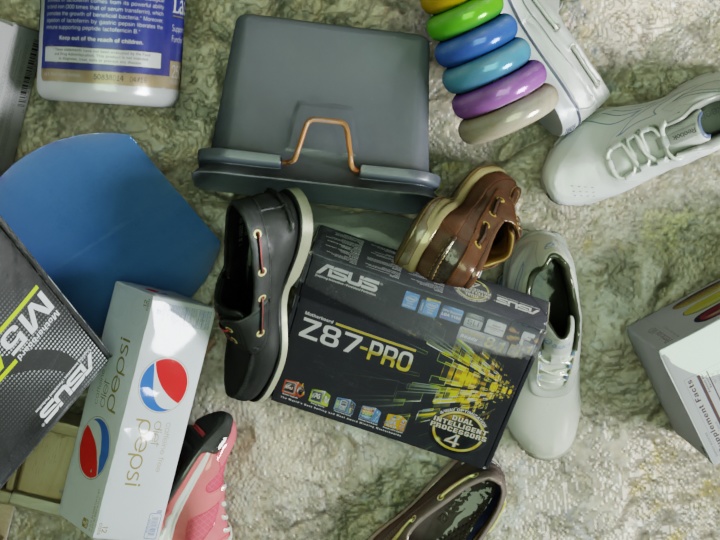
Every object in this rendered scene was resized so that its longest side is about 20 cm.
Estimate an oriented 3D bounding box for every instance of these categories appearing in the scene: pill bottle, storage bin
[{"bbox_3d":[-0.196,-0.233,1.134,0.115,0.116,0.201,3,96,-4],"label":"pill bottle"},{"bbox_3d":[-0.030,-0.128,1.152,0.199,0.146,0.135,5,86,-4],"label":"storage bin"}]

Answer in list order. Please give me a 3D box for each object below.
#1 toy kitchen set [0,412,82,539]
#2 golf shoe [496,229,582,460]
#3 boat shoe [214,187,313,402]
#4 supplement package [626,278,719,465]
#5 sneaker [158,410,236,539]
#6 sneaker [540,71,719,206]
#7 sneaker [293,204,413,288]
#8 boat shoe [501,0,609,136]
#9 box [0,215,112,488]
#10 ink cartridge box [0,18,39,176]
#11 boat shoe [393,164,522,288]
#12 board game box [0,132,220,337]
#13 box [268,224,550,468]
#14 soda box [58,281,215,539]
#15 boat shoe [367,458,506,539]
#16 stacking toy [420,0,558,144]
[{"bbox_3d":[-0.333,0.191,1.139,0.199,0.180,0.164,14,96,-5],"label":"toy kitchen set"},{"bbox_3d":[0.152,0.068,1.196,0.078,0.097,0.201,-7,98,-4],"label":"golf shoe"},{"bbox_3d":[-0.090,0.024,1.143,0.063,0.074,0.202,-9,131,-29],"label":"boat shoe"},{"bbox_3d":[0.344,0.058,1.197,0.199,0.114,0.110,-28,98,-1],"label":"supplement package"},{"bbox_3d":[-0.140,0.215,1.218,0.086,0.074,0.201,23,97,-21],"label":"sneaker"},{"bbox_3d":[0.243,-0.112,1.187,0.199,0.087,0.075,-27,99,1],"label":"sneaker"},{"bbox_3d":[0.000,0.000,1.202,0.199,0.075,0.089,11,109,0],"label":"sneaker"},{"bbox_3d":[0.137,-0.210,1.181,0.066,0.072,0.201,-35,94,-10],"label":"boat shoe"},{"bbox_3d":[-0.299,0.075,1.045,0.200,0.047,0.194,-51,136,-22],"label":"box"},{"bbox_3d":[-0.308,-0.100,1.110,0.044,0.176,0.201,15,95,0],"label":"ink cartridge box"},{"bbox_3d":[0.092,-0.029,1.135,0.067,0.200,0.072,33,116,11],"label":"boat shoe"},{"bbox_3d":[-0.218,-0.034,1.172,0.158,0.039,0.200,-32,128,8],"label":"board game box"},{"bbox_3d":[0.037,0.065,1.170,0.199,0.049,0.162,19,125,0],"label":"box"},{"bbox_3d":[-0.182,0.115,1.164,0.063,0.068,0.201,14,91,-39],"label":"soda box"},{"bbox_3d":[0.053,0.242,1.226,0.072,0.060,0.200,42,92,-7],"label":"boat shoe"},{"bbox_3d":[0.081,-0.205,1.120,0.085,0.085,0.201,-25,100,-1],"label":"stacking toy"}]
